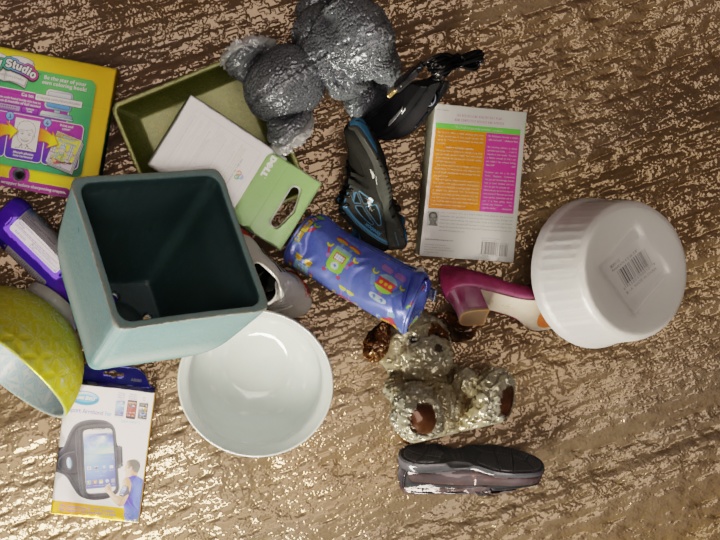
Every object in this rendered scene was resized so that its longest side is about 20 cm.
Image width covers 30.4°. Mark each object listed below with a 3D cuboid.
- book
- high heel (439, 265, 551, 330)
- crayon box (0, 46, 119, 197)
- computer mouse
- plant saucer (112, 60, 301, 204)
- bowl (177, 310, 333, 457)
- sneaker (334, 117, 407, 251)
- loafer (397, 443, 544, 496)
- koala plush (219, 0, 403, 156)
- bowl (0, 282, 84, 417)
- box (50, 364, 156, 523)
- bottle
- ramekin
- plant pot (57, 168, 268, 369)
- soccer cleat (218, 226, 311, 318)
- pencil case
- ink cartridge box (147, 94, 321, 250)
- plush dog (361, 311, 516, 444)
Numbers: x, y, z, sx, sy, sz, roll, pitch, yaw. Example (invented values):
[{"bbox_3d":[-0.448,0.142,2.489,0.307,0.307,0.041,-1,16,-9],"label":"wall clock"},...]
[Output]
[{"bbox_3d":[0.149,-0.116,1.764,0.132,0.048,0.202,5,96,-9],"label":"book"},{"bbox_3d":[0.203,0.029,1.788,0.198,0.096,0.068,-4,138,-19],"label":"high heel"},{"bbox_3d":[-0.421,-0.190,1.688,0.198,0.058,0.174,10,93,-7],"label":"crayon box"},{"bbox_3d":[0.063,-0.209,1.665,0.199,0.140,0.046,-32,82,31],"label":"computer mouse"},{"bbox_3d":[-0.194,-0.157,1.721,0.198,0.048,0.202,-22,97,-4],"label":"plant saucer"},{"bbox_3d":[-0.135,0.134,1.723,0.199,0.090,0.203,-1,105,-2],"label":"bowl"},{"bbox_3d":[0.003,-0.101,1.707,0.081,0.073,0.201,-14,123,5],"label":"sneaker"},{"bbox_3d":[0.148,0.276,1.794,0.198,0.072,0.064,4,114,-1],"label":"loafer"},{"bbox_3d":[-0.063,-0.254,1.647,0.199,0.184,0.178,-30,96,-11],"label":"koala plush"},{"bbox_3d":[-0.416,0.080,1.662,0.200,0.200,0.108,40,66,-8],"label":"bowl"},{"bbox_3d":[-0.337,0.226,1.743,0.118,0.041,0.202,7,96,-7],"label":"box"},{"bbox_3d":[-0.388,-0.005,1.694,0.200,0.084,0.065,45,83,-7],"label":"bottle"},{"bbox_3d":[0.332,0.002,1.735,0.199,0.098,0.203,1,87,-27],"label":"ramekin"},{"bbox_3d":[-0.259,0.018,1.593,0.194,0.200,0.198,-7,65,-33],"label":"plant pot"},{"bbox_3d":[-0.118,0.022,1.687,0.068,0.086,0.200,-32,140,7],"label":"soccer cleat"},{"bbox_3d":[0.000,0.000,1.703,0.199,0.078,0.087,30,99,11],"label":"pencil case"},{"bbox_3d":[-0.159,-0.124,1.673,0.199,0.059,0.104,33,91,-8],"label":"ink cartridge box"},{"bbox_3d":[0.085,0.136,1.750,0.199,0.160,0.173,-8,81,-33],"label":"plush dog"}]
